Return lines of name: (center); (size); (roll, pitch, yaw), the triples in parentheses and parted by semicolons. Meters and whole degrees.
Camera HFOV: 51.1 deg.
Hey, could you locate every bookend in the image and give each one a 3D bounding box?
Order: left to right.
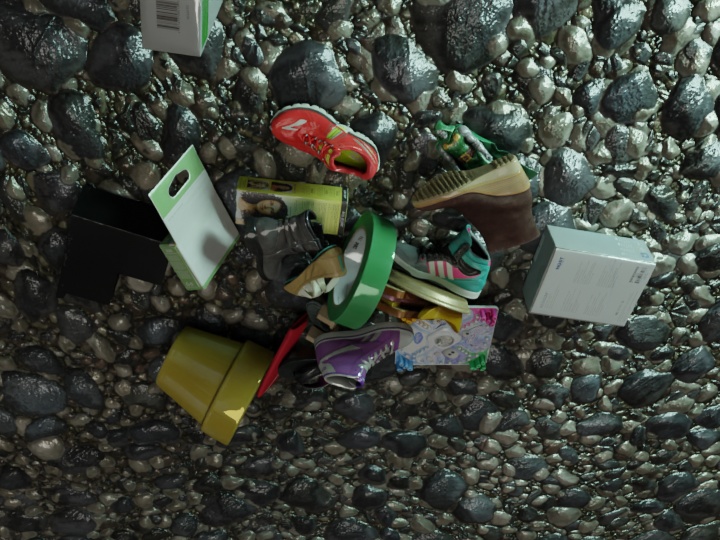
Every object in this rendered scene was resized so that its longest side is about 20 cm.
bookend: (-0.434, -0.024, 1.377); (0.196, 0.093, 0.201); (16, 127, -14)

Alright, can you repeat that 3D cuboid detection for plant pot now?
plant pot: (-0.297, 0.213, 1.503); (0.186, 0.202, 0.203); (29, 123, -3)

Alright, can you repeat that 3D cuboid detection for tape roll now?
tape roll: (0.000, 0.000, 1.330); (0.047, 0.202, 0.202); (19, 125, -15)

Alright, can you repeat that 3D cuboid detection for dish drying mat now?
dish drying mat: (-0.159, 0.174, 1.539); (0.018, 0.077, 0.202); (36, 123, 8)

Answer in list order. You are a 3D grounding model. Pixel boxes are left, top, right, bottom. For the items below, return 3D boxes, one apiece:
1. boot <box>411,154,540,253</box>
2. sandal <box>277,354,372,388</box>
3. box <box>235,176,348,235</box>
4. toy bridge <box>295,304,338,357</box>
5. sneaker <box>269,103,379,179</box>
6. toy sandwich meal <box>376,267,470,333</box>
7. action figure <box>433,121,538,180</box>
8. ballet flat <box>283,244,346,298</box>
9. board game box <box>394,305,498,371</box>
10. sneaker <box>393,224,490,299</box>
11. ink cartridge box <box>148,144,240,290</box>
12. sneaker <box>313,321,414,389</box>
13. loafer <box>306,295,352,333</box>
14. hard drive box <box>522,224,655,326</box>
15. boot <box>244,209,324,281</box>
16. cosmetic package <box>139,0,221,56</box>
boot: (0.199, -0.093, 1.278); (0.196, 0.073, 0.168); (-18, 123, 9)
sandal: (-0.074, 0.205, 1.503); (0.196, 0.049, 0.076); (-4, 142, 11)
box: (-0.122, -0.115, 1.338); (0.195, 0.051, 0.076); (5, 128, -5)
toy bridge: (-0.074, 0.137, 1.488); (0.066, 0.027, 0.201); (30, 144, 0)
sneaker: (-0.055, -0.209, 1.245); (0.196, 0.086, 0.078); (19, 124, -14)
toy sandwich meal: (0.106, 0.056, 1.380); (0.202, 0.205, 0.072); (21, 96, -16)
action figure: (0.196, -0.186, 1.289); (0.199, 0.055, 0.118); (37, 121, -20)
ballet flat: (-0.085, 0.018, 1.379); (0.064, 0.068, 0.200); (62, 148, 6)
board game box: (0.170, 0.142, 1.519); (0.195, 0.026, 0.202); (0, 140, 0)
sneaker: (0.156, -0.035, 1.380); (0.196, 0.084, 0.122); (22, 121, -11)
ink cartridge box: (-0.293, -0.089, 1.293); (0.047, 0.147, 0.202); (-2, 130, 30)
sneaker: (0.017, 0.169, 1.423); (0.196, 0.116, 0.073); (-11, 140, -10)
loafer: (-0.039, 0.116, 1.516); (0.071, 0.063, 0.201); (-3, 131, 43)
hard drive box: (0.426, 0.012, 1.420); (0.195, 0.078, 0.158); (9, 126, -8)
boot: (-0.124, -0.039, 1.338); (0.128, 0.071, 0.201); (-5, 160, 4)
cosmetic package: (-0.243, -0.389, 1.036); (0.083, 0.202, 0.109); (7, 130, -4)
